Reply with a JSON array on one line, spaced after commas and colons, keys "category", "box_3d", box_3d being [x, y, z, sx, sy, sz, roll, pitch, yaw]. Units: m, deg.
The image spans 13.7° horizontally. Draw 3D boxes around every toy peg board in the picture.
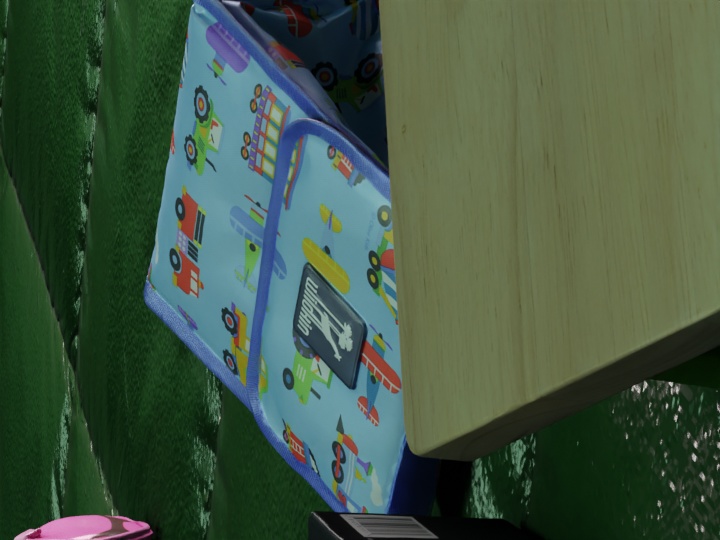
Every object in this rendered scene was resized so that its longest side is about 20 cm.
[{"category": "toy peg board", "box_3d": [0.096, -0.069, 0.754, 0.199, 0.097, 0.201, -31, 58, 55]}]

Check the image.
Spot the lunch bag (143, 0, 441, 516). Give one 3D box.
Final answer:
[{"category": "lunch bag", "box_3d": [0.000, 0.000, 1.139, 0.200, 0.094, 0.151, -125, 38, -48]}]

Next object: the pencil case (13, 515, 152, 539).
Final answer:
[{"category": "pencil case", "box_3d": [-0.170, 0.243, 1.740, 0.091, 0.093, 0.201, -166, 79, -76]}]

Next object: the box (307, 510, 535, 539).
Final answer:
[{"category": "box", "box_3d": [0.037, 0.165, 0.944, 0.200, 0.078, 0.142, -153, 68, -74]}]
